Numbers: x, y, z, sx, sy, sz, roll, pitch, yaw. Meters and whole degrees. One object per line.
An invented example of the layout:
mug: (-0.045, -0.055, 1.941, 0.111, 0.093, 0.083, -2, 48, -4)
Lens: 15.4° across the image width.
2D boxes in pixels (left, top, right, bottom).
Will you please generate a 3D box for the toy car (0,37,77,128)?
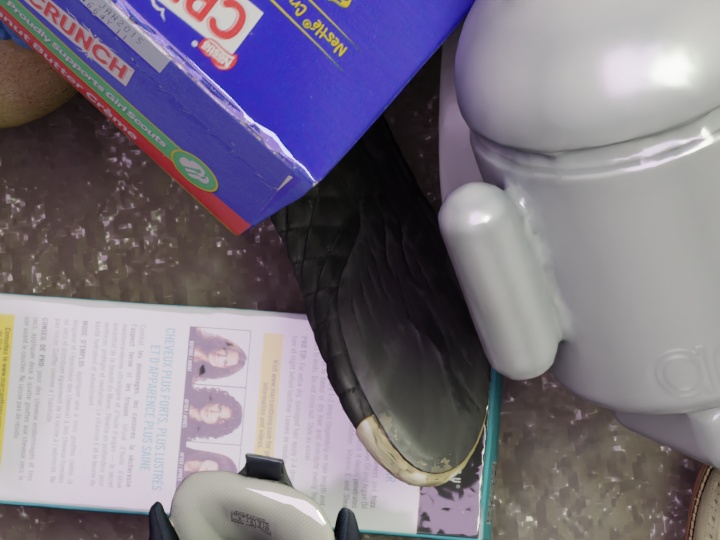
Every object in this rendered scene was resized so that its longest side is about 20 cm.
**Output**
toy car: (-0.152, -0.095, 1.023, 0.200, 0.158, 0.164, -19, 87, -11)

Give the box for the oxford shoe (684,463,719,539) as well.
oxford shoe: (0.161, 0.082, 0.959, 0.071, 0.074, 0.200, 16, 118, 1)

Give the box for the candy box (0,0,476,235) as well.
candy box: (-0.031, -0.140, 0.898, 0.169, 0.077, 0.200, 44, 62, -6)

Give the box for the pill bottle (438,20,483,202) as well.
pill bottle: (0.132, -0.058, 0.989, 0.200, 0.112, 0.112, 1, 85, 7)

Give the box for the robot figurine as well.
robot figurine: (0.099, -0.034, 0.875, 0.170, 0.113, 0.200, -36, 122, -26)

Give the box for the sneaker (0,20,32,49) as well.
sneaker: (-0.065, -0.135, 0.966, 0.199, 0.071, 0.083, -20, 76, -23)

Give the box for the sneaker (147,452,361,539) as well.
sneaker: (-0.028, 0.112, 0.937, 0.079, 0.199, 0.130, 4, 110, 9)

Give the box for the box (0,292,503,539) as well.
box: (-0.047, 0.057, 1.031, 0.200, 0.049, 0.082, 4, 85, 7)

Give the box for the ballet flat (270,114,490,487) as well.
ballet flat: (0.000, 0.000, 0.999, 0.066, 0.057, 0.200, 3, 49, -29)
